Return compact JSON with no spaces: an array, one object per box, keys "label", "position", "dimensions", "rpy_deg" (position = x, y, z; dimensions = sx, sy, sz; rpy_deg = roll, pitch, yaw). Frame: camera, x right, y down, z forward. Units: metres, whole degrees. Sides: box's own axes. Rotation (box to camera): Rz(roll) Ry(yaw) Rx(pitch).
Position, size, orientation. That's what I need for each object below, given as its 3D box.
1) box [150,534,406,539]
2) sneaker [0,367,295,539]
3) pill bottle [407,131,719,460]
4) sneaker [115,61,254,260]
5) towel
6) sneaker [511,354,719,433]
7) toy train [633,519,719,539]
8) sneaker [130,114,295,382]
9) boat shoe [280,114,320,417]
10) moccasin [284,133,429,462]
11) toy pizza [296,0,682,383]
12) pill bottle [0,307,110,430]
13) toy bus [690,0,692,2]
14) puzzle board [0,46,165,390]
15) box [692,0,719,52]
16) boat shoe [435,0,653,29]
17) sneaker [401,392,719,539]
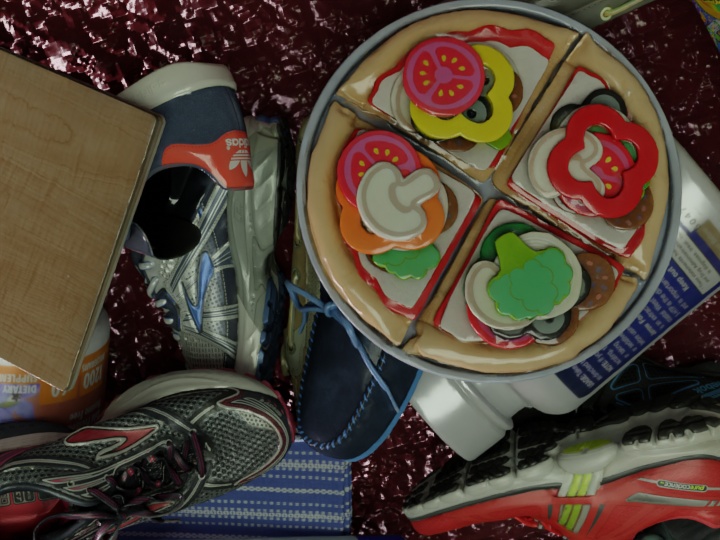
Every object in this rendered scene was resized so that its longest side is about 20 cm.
[{"label":"box","position":[-0.076,0.249,1.202],"dimensions":[0.200,0.105,0.184],"rpy_deg":[1,132,-16]},{"label":"sneaker","position":[-0.129,0.114,1.111],"dimensions":[0.200,0.075,0.081],"rpy_deg":[-17,114,-8]},{"label":"pill bottle","position":[0.109,0.009,1.151],"dimensions":[0.200,0.120,0.120],"rpy_deg":[-40,106,6]},{"label":"sneaker","position":[-0.137,-0.034,1.126],"dimensions":[0.200,0.075,0.085],"rpy_deg":[-31,76,36]},{"label":"towel","position":[-0.075,0.159,1.226],"dimensions":[0.145,0.024,0.200],"rpy_deg":[1,132,0]},{"label":"sneaker","position":[0.157,0.085,1.209],"dimensions":[0.200,0.082,0.073],"rpy_deg":[2,113,0]},{"label":"toy train","position":[0.179,0.206,1.242],"dimensions":[0.200,0.085,0.114],"rpy_deg":[-30,117,2]},{"label":"sneaker","position":[-0.087,0.006,1.188],"dimensions":[0.085,0.077,0.200],"rpy_deg":[7,102,6]},{"label":"boat shoe","position":[-0.014,0.011,1.193],"dimensions":[0.073,0.063,0.201],"rpy_deg":[-20,122,-41]},{"label":"moccasin","position":[0.000,0.000,1.108],"dimensions":[0.080,0.068,0.200],"rpy_deg":[12,85,37]},{"label":"toy pizza","position":[0.067,-0.043,1.060],"dimensions":[0.200,0.032,0.201],"rpy_deg":[1,83,-5]},{"label":"pill bottle","position":[-0.205,0.112,1.193],"dimensions":[0.112,0.112,0.200],"rpy_deg":[5,110,-3]},{"label":"toy bus","position":[0.217,-0.204,1.114],"dimensions":[0.078,0.065,0.200],"rpy_deg":[2,110,-2]},{"label":"puzzle board","position":[-0.201,-0.042,1.115],"dimensions":[0.200,0.017,0.151],"rpy_deg":[24,99,32]},{"label":"box","position":[0.302,-0.135,1.060],"dimensions":[0.200,0.122,0.193],"rpy_deg":[-42,121,-8]},{"label":"boat shoe","position":[0.079,-0.131,1.134],"dimensions":[0.202,0.072,0.060],"rpy_deg":[-31,103,5]},{"label":"sneaker","position":[0.118,0.132,1.162],"dimensions":[0.200,0.077,0.085],"rpy_deg":[-13,104,23]}]
